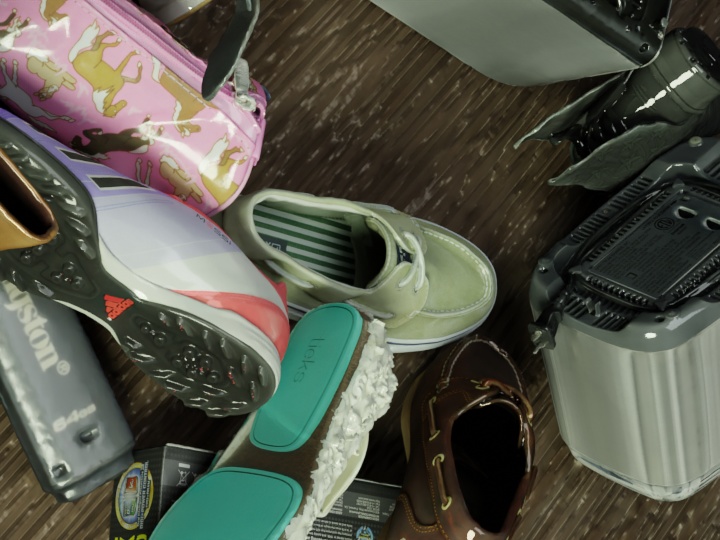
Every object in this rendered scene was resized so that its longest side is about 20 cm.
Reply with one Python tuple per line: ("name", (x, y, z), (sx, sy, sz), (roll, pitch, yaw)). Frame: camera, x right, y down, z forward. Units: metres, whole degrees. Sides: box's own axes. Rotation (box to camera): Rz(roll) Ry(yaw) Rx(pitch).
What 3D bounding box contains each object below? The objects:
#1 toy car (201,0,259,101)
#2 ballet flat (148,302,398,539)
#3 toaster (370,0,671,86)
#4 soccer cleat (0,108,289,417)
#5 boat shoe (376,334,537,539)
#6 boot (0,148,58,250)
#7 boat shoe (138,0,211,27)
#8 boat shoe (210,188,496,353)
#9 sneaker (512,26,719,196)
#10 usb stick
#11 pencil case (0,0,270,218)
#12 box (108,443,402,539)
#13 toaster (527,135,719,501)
("toy car", (-0.064, -0.182, 1.067), (0.156, 0.164, 0.202), (2, 67, -10))
("ballet flat", (-0.035, 0.103, 1.126), (0.072, 0.072, 0.201), (48, 56, -22))
("toaster", (0.077, -0.215, 1.294), (0.199, 0.118, 0.182), (29, 64, -33))
("soccer cleat", (-0.112, -0.016, 1.104), (0.200, 0.068, 0.073), (39, 39, -22))
("boat shoe", (0.058, 0.091, 1.205), (0.070, 0.070, 0.201), (30, 32, -11))
("boot", (-0.175, -0.011, 0.998), (0.068, 0.199, 0.189), (-42, 108, -36))
("boat shoe", (-0.061, -0.205, 1.208), (0.069, 0.071, 0.201), (46, 59, -24))
("boat shoe", (0.000, 0.000, 1.228), (0.199, 0.062, 0.073), (8, 77, -39))
("sneaker", (0.158, -0.085, 1.372), (0.060, 0.104, 0.200), (52, 14, 11))
("usb stick", (-0.161, 0.008, 1.115), (0.055, 0.032, 0.201), (-31, 102, -39))
("pencil case", (-0.132, -0.105, 1.119), (0.200, 0.083, 0.087), (37, 99, -26))
("box", (-0.032, 0.178, 1.181), (0.199, 0.044, 0.162), (13, 74, -37))
("toaster", (0.171, 0.031, 1.309), (0.200, 0.113, 0.130), (-39, 133, -32))
